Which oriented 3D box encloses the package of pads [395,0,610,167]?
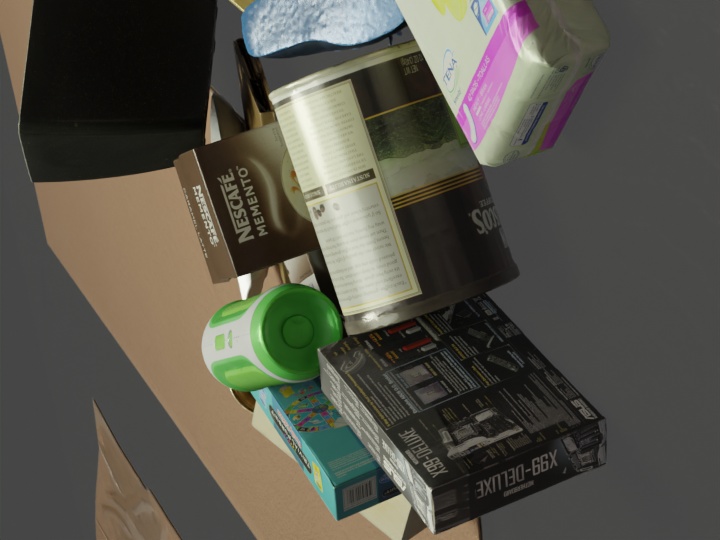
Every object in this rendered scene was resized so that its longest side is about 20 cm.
[{"bbox_3d":[0.089,-0.190,1.400,0.201,0.068,0.155,64,159,19],"label":"package of pads"}]

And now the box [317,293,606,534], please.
[{"bbox_3d":[0.078,0.107,1.584,0.200,0.157,0.050,48,151,46],"label":"box"}]

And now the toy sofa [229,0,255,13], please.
[{"bbox_3d":[-0.086,-0.290,1.699,0.083,0.098,0.200,41,173,17],"label":"toy sofa"}]

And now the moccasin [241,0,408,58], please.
[{"bbox_3d":[-0.016,-0.220,1.645,0.199,0.068,0.081,1,97,46],"label":"moccasin"}]

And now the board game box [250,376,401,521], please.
[{"bbox_3d":[-0.001,0.123,1.826,0.200,0.150,0.047,52,155,43],"label":"board game box"}]

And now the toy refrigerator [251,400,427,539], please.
[{"bbox_3d":[-0.005,0.163,1.886,0.200,0.076,0.070,37,132,27],"label":"toy refrigerator"}]

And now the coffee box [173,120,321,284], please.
[{"bbox_3d":[-0.042,-0.074,1.670,0.115,0.199,0.080,70,161,-3],"label":"coffee box"}]

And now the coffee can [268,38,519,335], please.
[{"bbox_3d":[0.026,-0.067,1.572,0.202,0.145,0.146,71,161,-2],"label":"coffee can"}]

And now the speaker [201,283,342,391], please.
[{"bbox_3d":[-0.079,0.060,1.725,0.089,0.088,0.200,70,161,0],"label":"speaker"}]

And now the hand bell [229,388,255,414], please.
[{"bbox_3d":[-0.095,0.133,2.232,0.200,0.103,0.105,94,152,-75],"label":"hand bell"}]

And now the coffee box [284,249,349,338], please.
[{"bbox_3d":[0.000,0.000,1.762,0.202,0.112,0.080,71,161,0],"label":"coffee box"}]

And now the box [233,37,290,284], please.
[{"bbox_3d":[-0.094,-0.109,1.994,0.164,0.021,0.201,-112,13,-55],"label":"box"}]

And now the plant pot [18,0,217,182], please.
[{"bbox_3d":[-0.234,-0.198,1.967,0.200,0.176,0.201,110,165,-77],"label":"plant pot"}]

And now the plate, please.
[{"bbox_3d":[-0.125,-0.070,2.091,0.200,0.032,0.202,116,143,-78],"label":"plate"}]
